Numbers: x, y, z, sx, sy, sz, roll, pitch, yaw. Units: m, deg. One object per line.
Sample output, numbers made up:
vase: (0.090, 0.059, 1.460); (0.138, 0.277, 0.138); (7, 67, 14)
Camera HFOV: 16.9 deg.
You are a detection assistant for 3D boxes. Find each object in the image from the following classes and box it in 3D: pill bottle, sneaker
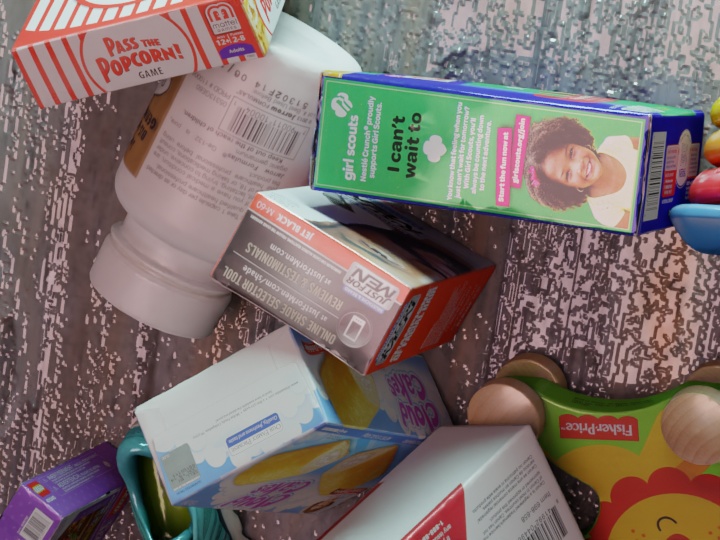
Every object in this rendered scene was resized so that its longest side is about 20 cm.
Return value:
pill bottle: (-0.091, -0.064, 1.536); (0.114, 0.114, 0.200); (31, 105, 12)
sneaker: (-0.113, 0.192, 1.595); (0.077, 0.080, 0.201); (-23, 90, 20)

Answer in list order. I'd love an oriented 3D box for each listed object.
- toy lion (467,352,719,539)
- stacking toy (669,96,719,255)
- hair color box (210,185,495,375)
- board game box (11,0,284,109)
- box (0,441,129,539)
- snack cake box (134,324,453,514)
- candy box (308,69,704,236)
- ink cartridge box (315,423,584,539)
toy lion: (0.174, 0.154, 1.506); (0.199, 0.069, 0.193); (2, 108, 23)
stacking toy: (0.252, -0.109, 1.434); (0.109, 0.116, 0.201); (3, 84, 22)
hair color box: (0.000, 0.000, 1.467); (0.111, 0.200, 0.064); (32, 103, 12)
board game box: (-0.113, -0.186, 1.487); (0.151, 0.200, 0.046); (-11, 125, 19)
box: (-0.232, 0.213, 1.607); (0.039, 0.137, 0.200); (37, 106, 10)
snack cake box: (-0.035, 0.096, 1.489); (0.115, 0.200, 0.067); (-30, 72, 19)
candy box: (0.090, -0.071, 1.445); (0.199, 0.169, 0.077); (7, 96, 18)
ink cartridge box: (0.074, 0.214, 1.466); (0.084, 0.144, 0.201); (-5, 117, 50)
